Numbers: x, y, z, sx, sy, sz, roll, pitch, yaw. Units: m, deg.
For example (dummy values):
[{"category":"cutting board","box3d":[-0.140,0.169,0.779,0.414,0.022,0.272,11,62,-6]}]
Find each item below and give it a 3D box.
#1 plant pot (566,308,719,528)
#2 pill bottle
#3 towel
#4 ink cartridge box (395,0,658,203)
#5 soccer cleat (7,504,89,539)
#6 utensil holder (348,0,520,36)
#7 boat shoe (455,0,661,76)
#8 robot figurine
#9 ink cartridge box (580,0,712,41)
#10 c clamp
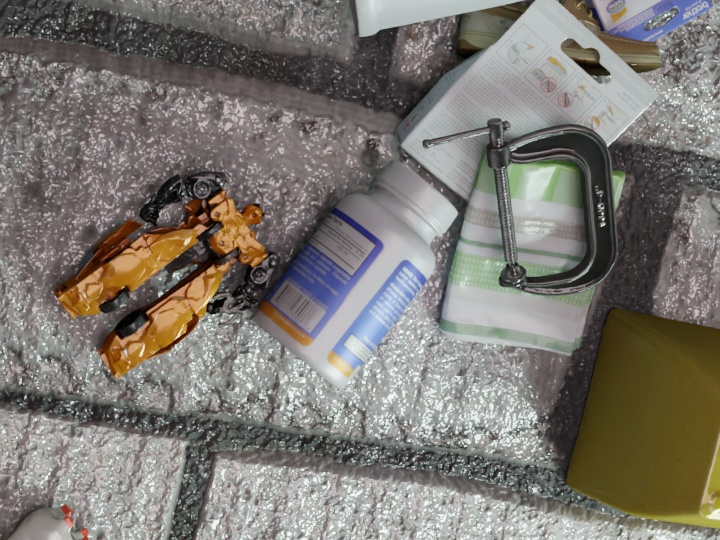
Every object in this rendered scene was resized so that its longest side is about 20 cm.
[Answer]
[{"category":"plant pot","box3d":[0.353,0.167,1.626,0.192,0.200,0.198,11,96,-20]},{"category":"pill bottle","box3d":[0.000,0.000,1.518,0.112,0.112,0.201,40,86,-21]},{"category":"towel","box3d":[0.166,-0.013,1.574,0.147,0.031,0.202,7,118,-11]},{"category":"ink cartridge box","box3d":[0.157,-0.149,1.541,0.162,0.057,0.200,37,105,-22]},{"category":"soccer cleat","box3d":[-0.256,0.310,1.520,0.077,0.069,0.201,-36,103,-4]},{"category":"utensil holder","box3d":[0.078,-0.310,1.428,0.198,0.170,0.172,-12,105,-1]},{"category":"boat shoe","box3d":[0.192,-0.227,1.545,0.198,0.074,0.067,6,86,-7]},{"category":"robot figurine","box3d":[-0.173,-0.001,1.487,0.199,0.058,0.146,-36,110,-8]},{"category":"ink cartridge box","box3d":[0.255,-0.321,1.580,0.119,0.042,0.201,-30,106,-10]},{"category":"c clamp","box3d":[0.159,-0.059,1.528,0.169,0.027,0.202,-17,116,-3]}]
